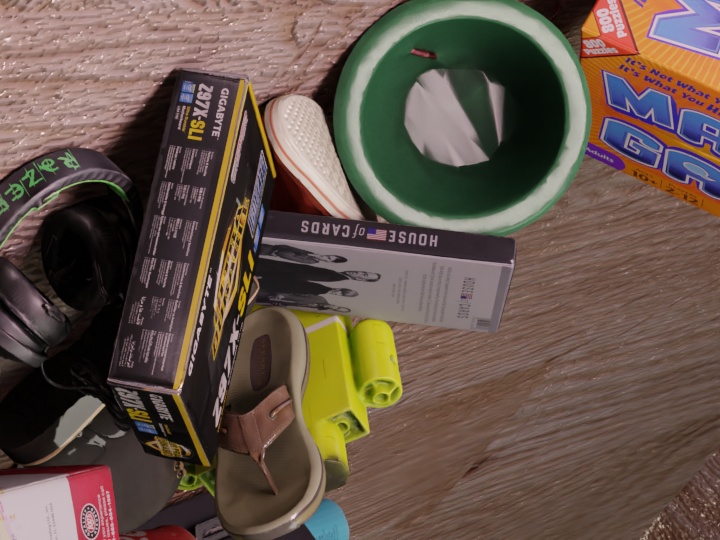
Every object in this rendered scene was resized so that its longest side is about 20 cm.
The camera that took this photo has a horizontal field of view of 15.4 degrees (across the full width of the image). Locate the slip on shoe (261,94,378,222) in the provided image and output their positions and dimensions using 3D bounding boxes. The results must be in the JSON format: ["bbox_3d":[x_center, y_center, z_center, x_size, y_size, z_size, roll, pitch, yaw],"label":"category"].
[{"bbox_3d":[-0.035,-0.056,1.770,0.061,0.074,0.200,-16,159,7],"label":"slip on shoe"}]

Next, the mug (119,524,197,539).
[{"bbox_3d":[-0.229,0.253,1.890,0.200,0.134,0.177,4,160,-37],"label":"mug"}]

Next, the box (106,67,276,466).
[{"bbox_3d":[-0.099,0.001,1.608,0.160,0.049,0.200,84,17,-70],"label":"box"}]

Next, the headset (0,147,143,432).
[{"bbox_3d":[-0.172,0.017,1.585,0.123,0.094,0.200,-36,150,-21],"label":"headset"}]

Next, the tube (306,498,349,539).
[{"bbox_3d":[-0.099,0.257,2.376,0.200,0.050,0.078,-18,143,-40],"label":"tube"}]

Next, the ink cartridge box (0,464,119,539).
[{"bbox_3d":[-0.260,0.208,1.652,0.144,0.146,0.200,-5,-178,32],"label":"ink cartridge box"}]

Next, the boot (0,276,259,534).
[{"bbox_3d":[-0.130,0.085,1.778,0.200,0.078,0.138,-34,132,7],"label":"boot"}]

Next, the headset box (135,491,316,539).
[{"bbox_3d":[-0.146,0.272,2.195,0.174,0.093,0.200,-19,151,-37],"label":"headset box"}]

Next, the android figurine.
[{"bbox_3d":[-0.059,0.086,1.867,0.182,0.200,0.041,-25,129,12],"label":"android figurine"}]

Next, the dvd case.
[{"bbox_3d":[0.000,0.000,1.791,0.150,0.199,0.025,95,1,-72],"label":"dvd case"}]

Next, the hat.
[{"bbox_3d":[0.062,-0.110,1.830,0.199,0.166,0.176,1,-174,-13],"label":"hat"}]

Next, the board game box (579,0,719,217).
[{"bbox_3d":[0.285,-0.166,1.901,0.200,0.200,0.200,-60,168,-18],"label":"board game box"}]

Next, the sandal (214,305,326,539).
[{"bbox_3d":[-0.072,0.099,1.786,0.080,0.201,0.057,-22,135,16],"label":"sandal"}]

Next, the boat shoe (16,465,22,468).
[{"bbox_3d":[-0.179,0.126,1.862,0.200,0.066,0.070,-52,160,24],"label":"boat shoe"}]
